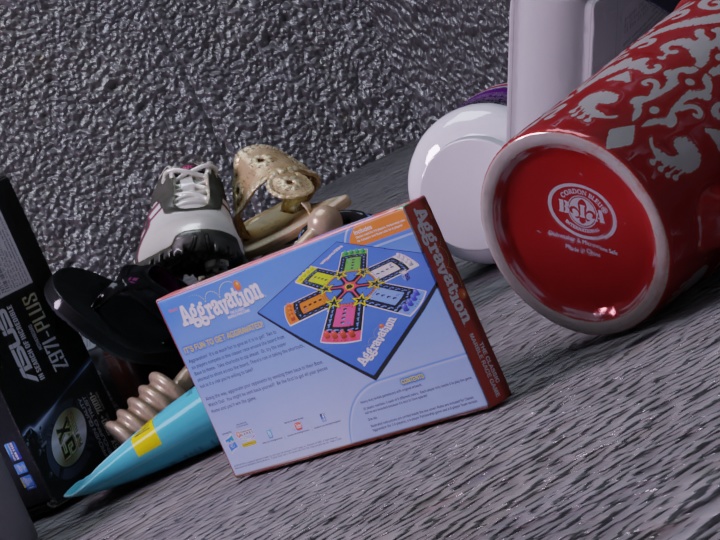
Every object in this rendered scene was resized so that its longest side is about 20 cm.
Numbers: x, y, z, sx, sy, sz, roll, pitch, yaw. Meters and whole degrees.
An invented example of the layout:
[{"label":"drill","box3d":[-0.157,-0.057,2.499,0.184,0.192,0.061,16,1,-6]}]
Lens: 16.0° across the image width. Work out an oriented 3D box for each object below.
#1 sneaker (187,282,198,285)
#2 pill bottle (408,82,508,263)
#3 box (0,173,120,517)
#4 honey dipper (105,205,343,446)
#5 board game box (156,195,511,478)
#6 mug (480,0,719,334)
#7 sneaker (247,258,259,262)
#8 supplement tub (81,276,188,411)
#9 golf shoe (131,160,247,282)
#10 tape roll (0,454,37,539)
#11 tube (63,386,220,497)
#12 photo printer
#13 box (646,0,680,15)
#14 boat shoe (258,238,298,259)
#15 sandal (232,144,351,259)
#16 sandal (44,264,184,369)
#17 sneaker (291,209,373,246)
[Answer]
[{"label":"sneaker","box3d":[-0.159,0.056,1.993,0.200,0.075,0.090,-23,10,13]},{"label":"pill bottle","box3d":[0.098,-0.069,1.822,0.112,0.113,0.200,-23,4,16]},{"label":"box","box3d":[-0.259,0.063,1.614,0.164,0.200,0.086,-21,6,39]},{"label":"honey dipper","box3d":[-0.080,0.033,1.590,0.200,0.038,0.038,-50,12,-15]},{"label":"board game box","box3d":[-0.017,0.036,1.260,0.019,0.103,0.200,-29,6,-41]},{"label":"mug","box3d":[0.172,-0.064,1.277,0.177,0.134,0.200,-23,8,45]},{"label":"sneaker","box3d":[-0.121,0.051,1.887,0.200,0.075,0.087,-27,0,-38]},{"label":"supplement tub","box3d":[-0.194,0.077,1.734,0.200,0.107,0.107,-22,5,36]},{"label":"golf shoe","box3d":[-0.123,-0.033,1.771,0.077,0.088,0.200,-3,0,-8]},{"label":"tape roll","box3d":[-0.285,0.164,1.447,0.200,0.066,0.200,-25,4,2]},{"label":"tube","box3d":[-0.081,0.081,1.505,0.200,0.050,0.077,-29,-3,5]},{"label":"photo printer","box3d":[0.153,-0.122,1.684,0.069,0.201,0.166,15,35,24]},{"label":"box","box3d":[0.285,-0.195,1.567,0.123,0.200,0.198,-62,-12,23]},{"label":"boat shoe","box3d":[-0.035,0.016,1.823,0.065,0.073,0.200,13,30,16]},{"label":"sandal","box3d":[-0.070,-0.053,1.814,0.078,0.070,0.212,-31,4,-14]},{"label":"sandal","box3d":[-0.120,0.026,1.621,0.200,0.075,0.048,18,-64,-49]},{"label":"sneaker","box3d":[0.000,0.000,1.691,0.078,0.089,0.200,-24,4,-11]}]
